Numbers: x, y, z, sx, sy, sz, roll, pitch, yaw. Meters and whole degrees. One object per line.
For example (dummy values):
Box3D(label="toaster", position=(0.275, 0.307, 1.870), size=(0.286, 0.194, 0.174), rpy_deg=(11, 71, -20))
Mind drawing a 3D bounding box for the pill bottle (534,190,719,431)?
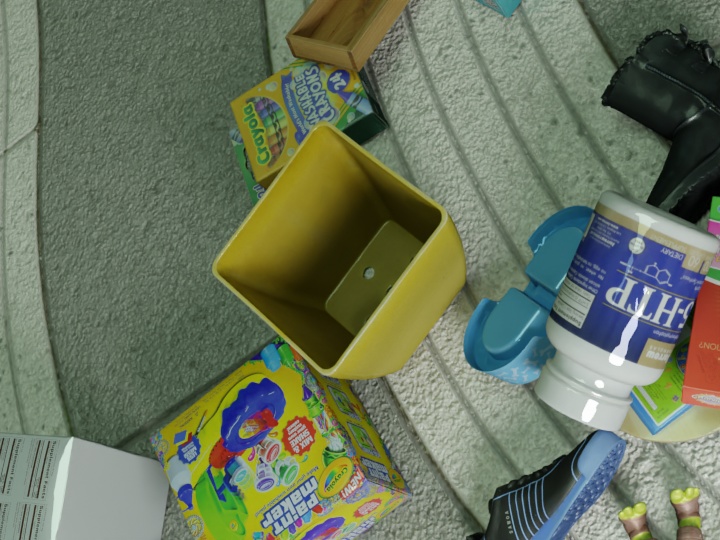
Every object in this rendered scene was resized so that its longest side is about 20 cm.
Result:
Box3D(label="pill bottle", position=(0.241, 0.039, 1.132), size=(0.119, 0.119, 0.203), rpy_deg=(28, 103, 32))

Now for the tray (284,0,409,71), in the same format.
Box3D(label="tray", position=(0.005, -0.327, 1.454), size=(0.098, 0.037, 0.201), rpy_deg=(17, 60, 31))

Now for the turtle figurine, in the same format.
Box3D(label="turtle figurine", position=(0.304, 0.284, 1.100), size=(0.198, 0.064, 0.163), rpy_deg=(-29, 54, 26))

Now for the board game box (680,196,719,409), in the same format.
Box3D(label="board game box", position=(0.387, 0.036, 1.121), size=(0.151, 0.040, 0.203), rpy_deg=(7, 65, 18))

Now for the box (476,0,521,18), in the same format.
Box3D(label="box", position=(0.193, -0.401, 1.410), size=(0.082, 0.049, 0.201), rpy_deg=(35, 90, 32))

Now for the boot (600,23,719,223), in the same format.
Box3D(label="boot", position=(0.315, -0.146, 1.242), size=(0.198, 0.073, 0.162), rpy_deg=(-46, 60, -2))

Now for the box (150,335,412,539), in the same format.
Box3D(label="box", position=(-0.085, 0.211, 1.297), size=(0.199, 0.122, 0.194), rpy_deg=(-38, 60, 11))

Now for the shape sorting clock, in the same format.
Box3D(label="shape sorting clock", position=(0.303, 0.069, 1.191), size=(0.197, 0.039, 0.203), rpy_deg=(-10, 68, 26))

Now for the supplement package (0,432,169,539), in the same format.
Box3D(label="supplement package", position=(-0.355, 0.271, 1.375), size=(0.197, 0.191, 0.150), rpy_deg=(0, 73, 26))

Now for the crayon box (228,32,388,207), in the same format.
Box3D(label="crayon box", position=(-0.077, -0.181, 1.472), size=(0.198, 0.051, 0.127), rpy_deg=(-30, 61, 16))

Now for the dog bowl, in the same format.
Box3D(label="dog bowl", position=(0.188, 0.030, 1.238), size=(0.201, 0.049, 0.111), rpy_deg=(-52, 29, 1))

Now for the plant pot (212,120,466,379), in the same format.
Box3D(label="plant pot", position=(0.000, 0.000, 1.294), size=(0.199, 0.176, 0.201), rpy_deg=(38, 91, 32))

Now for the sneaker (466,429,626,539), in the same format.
Box3D(label="sneaker", position=(0.173, 0.219, 1.166), size=(0.078, 0.070, 0.201), rpy_deg=(43, 112, 28))
